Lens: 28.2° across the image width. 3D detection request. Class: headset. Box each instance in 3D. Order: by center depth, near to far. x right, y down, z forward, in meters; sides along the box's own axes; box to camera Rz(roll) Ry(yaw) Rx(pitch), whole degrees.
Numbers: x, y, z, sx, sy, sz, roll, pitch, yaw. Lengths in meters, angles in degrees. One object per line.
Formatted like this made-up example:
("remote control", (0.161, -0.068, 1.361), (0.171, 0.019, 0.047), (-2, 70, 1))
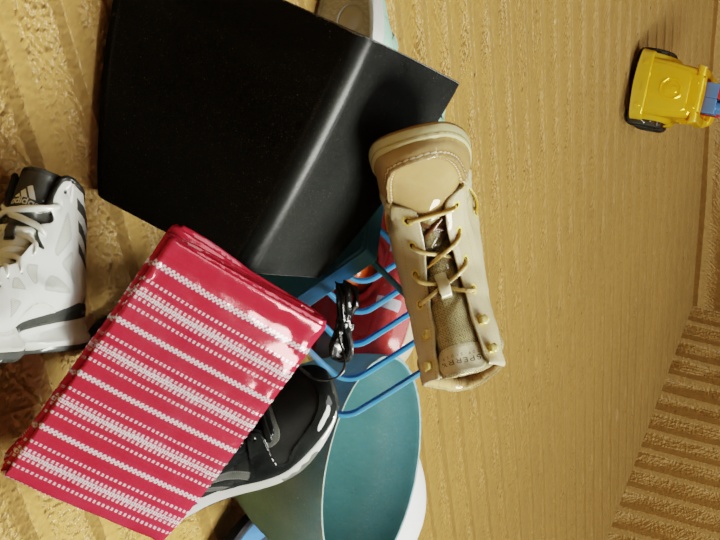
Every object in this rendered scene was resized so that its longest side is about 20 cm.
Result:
("headset", (-0.098, 0.050, 1.036), (0.124, 0.197, 0.095), (-126, -138, -60))

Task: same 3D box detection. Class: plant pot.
("plant pot", (-0.074, -0.103, 1.023), (0.179, 0.198, 0.200), (-67, 160, 6))
("plant pot", (-0.045, 0.166, 1.293), (0.200, 0.133, 0.203), (-30, 124, -58))

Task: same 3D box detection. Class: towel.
("towel", (-0.128, 0.079, 0.952), (0.144, 0.023, 0.201), (31, 100, -35))

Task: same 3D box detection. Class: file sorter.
("file sorter", (0.000, 0.000, 1.183), (0.123, 0.138, 0.201), (44, 28, -22))

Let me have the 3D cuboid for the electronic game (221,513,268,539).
("electronic game", (-0.098, 0.316, 1.359), (0.200, 0.041, 0.203), (-32, 128, -54))

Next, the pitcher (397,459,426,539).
("pitcher", (0.011, 0.193, 1.502), (0.171, 0.120, 0.203), (-25, 112, -75))

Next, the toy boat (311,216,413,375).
("toy boat", (-0.011, -0.007, 1.352), (0.130, 0.130, 0.203), (18, 85, -39))

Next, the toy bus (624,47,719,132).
("toy bus", (0.579, -0.309, 2.540), (0.200, 0.190, 0.138), (4, 97, -70))

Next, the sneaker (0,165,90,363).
("sneaker", (-0.224, -0.006, 0.866), (0.200, 0.075, 0.117), (-6, 99, -76))

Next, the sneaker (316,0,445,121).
("sneaker", (0.023, -0.176, 1.303), (0.118, 0.073, 0.203), (-9, 95, -51))

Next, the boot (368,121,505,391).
("boot", (0.056, -0.004, 1.001), (0.200, 0.072, 0.157), (75, 4, -71))

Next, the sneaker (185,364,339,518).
("sneaker", (-0.109, 0.133, 1.075), (0.076, 0.199, 0.087), (64, 12, 24))
